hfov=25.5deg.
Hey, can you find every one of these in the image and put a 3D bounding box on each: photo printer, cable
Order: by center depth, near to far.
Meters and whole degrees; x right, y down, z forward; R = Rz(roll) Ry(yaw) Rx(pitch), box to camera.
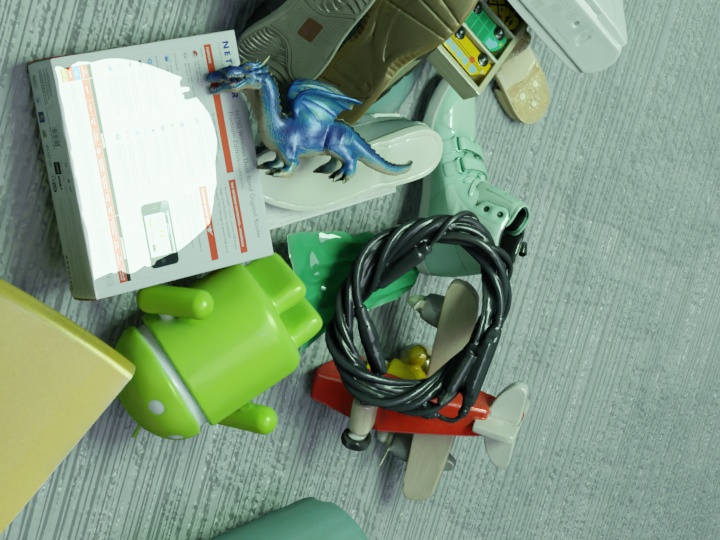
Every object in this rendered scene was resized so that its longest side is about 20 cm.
[{"bbox_3d":[0.058,0.035,1.494,0.162,0.051,0.202,20,94,-3],"label":"cable"},{"bbox_3d":[0.184,-0.305,1.517,0.069,0.201,0.166,-30,126,28],"label":"photo printer"}]

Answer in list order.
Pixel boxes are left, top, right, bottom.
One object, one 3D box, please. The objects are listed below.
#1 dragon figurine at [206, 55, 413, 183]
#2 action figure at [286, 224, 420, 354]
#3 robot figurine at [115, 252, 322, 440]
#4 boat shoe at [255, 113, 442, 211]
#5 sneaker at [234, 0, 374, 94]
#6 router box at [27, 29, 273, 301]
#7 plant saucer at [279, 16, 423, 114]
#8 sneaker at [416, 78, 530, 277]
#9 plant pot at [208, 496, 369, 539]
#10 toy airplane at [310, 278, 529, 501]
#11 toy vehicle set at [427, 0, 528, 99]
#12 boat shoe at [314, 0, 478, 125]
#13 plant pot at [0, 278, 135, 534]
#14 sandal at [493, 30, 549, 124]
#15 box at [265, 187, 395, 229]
[{"bbox_3d":[-0.035,-0.130,1.366,0.198,0.059,0.101,4,102,-17],"label":"dragon figurine"},{"bbox_3d":[0.000,0.000,1.551,0.199,0.054,0.120,-17,114,-41],"label":"action figure"},{"bbox_3d":[-0.134,0.071,1.418,0.199,0.116,0.176,-33,132,-9],"label":"robot figurine"},{"bbox_3d":[-0.022,-0.106,1.468,0.198,0.062,0.074,-12,124,-25],"label":"boat shoe"},{"bbox_3d":[-0.040,-0.238,1.393,0.075,0.199,0.107,35,43,-21],"label":"sneaker"},{"bbox_3d":[-0.175,-0.091,1.352,0.178,0.049,0.203,-14,99,-34],"label":"router box"},{"bbox_3d":[-0.001,-0.218,1.485,0.199,0.039,0.203,-14,115,-34],"label":"plant saucer"},{"bbox_3d":[0.121,-0.092,1.555,0.073,0.117,0.203,5,89,-55],"label":"sneaker"},{"bbox_3d":[-0.090,0.324,1.514,0.195,0.199,0.202,-23,119,-38],"label":"plant pot"},{"bbox_3d":[0.075,0.121,1.596,0.199,0.142,0.199,-34,116,15],"label":"toy airplane"},{"bbox_3d":[0.072,-0.274,1.478,0.200,0.026,0.125,45,63,-21],"label":"toy vehicle set"},{"bbox_3d":[0.030,-0.211,1.418,0.200,0.065,0.073,-41,98,12],"label":"boat shoe"},{"bbox_3d":[-0.330,0.079,1.241,0.200,0.199,0.176,-50,117,-13],"label":"plant pot"},{"bbox_3d":[0.149,-0.224,1.578,0.078,0.069,0.212,-50,130,-15],"label":"sandal"},{"bbox_3d":[-0.056,-0.072,1.492,0.198,0.039,0.042,-19,117,-32],"label":"box"}]
